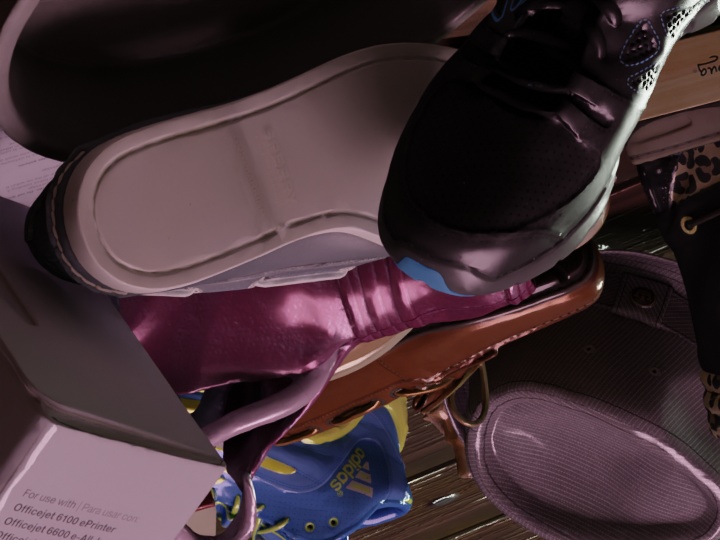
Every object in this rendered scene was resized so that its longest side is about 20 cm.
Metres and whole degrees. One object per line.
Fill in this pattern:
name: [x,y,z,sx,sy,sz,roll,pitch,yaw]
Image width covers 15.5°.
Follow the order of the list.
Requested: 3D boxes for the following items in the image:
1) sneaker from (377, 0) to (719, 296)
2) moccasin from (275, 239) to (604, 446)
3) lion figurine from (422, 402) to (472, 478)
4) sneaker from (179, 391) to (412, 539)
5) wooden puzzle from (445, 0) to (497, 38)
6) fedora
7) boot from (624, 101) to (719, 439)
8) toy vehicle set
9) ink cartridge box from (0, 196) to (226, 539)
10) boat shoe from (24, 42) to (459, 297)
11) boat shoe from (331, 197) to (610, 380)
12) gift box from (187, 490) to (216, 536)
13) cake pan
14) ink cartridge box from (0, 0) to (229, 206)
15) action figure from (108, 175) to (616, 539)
sneaker: [0.068,-0.081,0.856,0.200,0.073,0.082,-55,160,-23]
moccasin: [0.025,0.034,1.250,0.201,0.074,0.078,-27,134,16]
lion figurine: [0.134,0.057,1.411,0.122,0.073,0.200,32,131,-22]
sneaker: [-0.054,0.102,1.328,0.199,0.105,0.076,-9,157,-29]
wooden puzzle: [0.091,-0.143,0.952,0.199,0.037,0.185,-5,156,-24]
fedora: [0.131,0.083,1.330,0.199,0.090,0.177,24,127,-2]
boot: [0.216,-0.012,1.124,0.203,0.155,0.073,-9,-173,36]
toy vehicle set: [0.138,-0.084,1.075,0.199,0.027,0.124,-15,-176,-12]
ink cartridge box: [-0.155,0.087,0.872,0.084,0.145,0.200,20,112,-45]
boat shoe: [-0.022,-0.031,0.890,0.199,0.073,0.062,-14,180,-35]
boat shoe: [0.015,-0.014,1.158,0.199,0.074,0.069,-28,157,-5]
gift box: [-0.156,0.095,1.124,0.184,0.201,0.187,-11,143,-12]
cake pan: [-0.030,-0.103,0.832,0.199,0.037,0.200,-23,160,-9]
ink cartridge box: [-0.098,-0.073,0.944,0.099,0.039,0.200,-17,158,-11]
action figure: [0.000,0.000,0.973,0.199,0.150,0.134,-15,150,12]
